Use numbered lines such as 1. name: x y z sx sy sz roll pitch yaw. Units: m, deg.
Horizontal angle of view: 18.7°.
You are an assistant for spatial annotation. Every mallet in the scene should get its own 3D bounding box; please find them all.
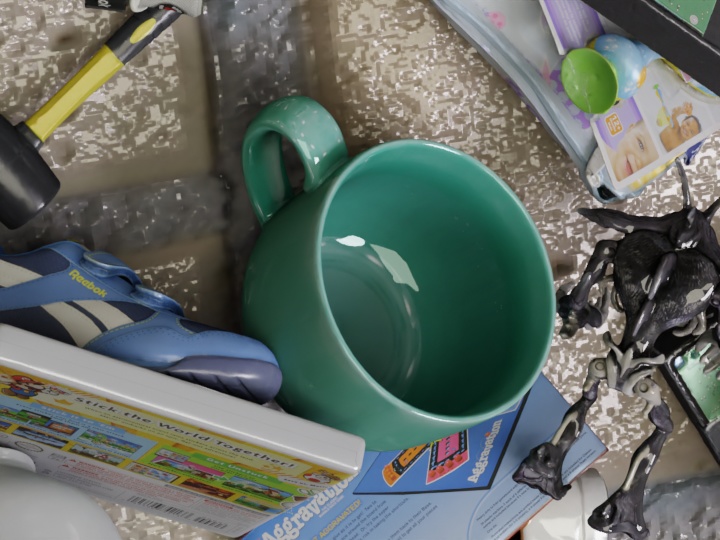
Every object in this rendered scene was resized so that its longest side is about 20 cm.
1. mallet: -0.143 -0.116 1.153 0.066 0.041 0.200 40 88 -18

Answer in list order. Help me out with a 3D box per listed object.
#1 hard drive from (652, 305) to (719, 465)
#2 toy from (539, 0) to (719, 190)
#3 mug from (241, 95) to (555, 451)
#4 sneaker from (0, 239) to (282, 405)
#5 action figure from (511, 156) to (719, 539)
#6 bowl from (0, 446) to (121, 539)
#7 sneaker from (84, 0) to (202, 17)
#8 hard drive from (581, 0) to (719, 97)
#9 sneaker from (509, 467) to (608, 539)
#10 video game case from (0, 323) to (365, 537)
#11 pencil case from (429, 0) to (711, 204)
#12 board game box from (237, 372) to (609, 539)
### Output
1. hard drive: 0.285 0.042 1.294 0.200 0.038 0.140 -36 111 -3
2. toy: 0.185 -0.134 1.160 0.200 0.047 0.116 -30 100 -36
3. mug: 0.009 0.005 1.174 0.151 0.114 0.186 -1 74 -32
4. sneaker: -0.133 0.025 1.138 0.199 0.074 0.083 10 67 13
5. action figure: 0.155 0.038 1.198 0.118 0.102 0.201 24 97 11
6. bowl: -0.214 0.151 1.153 0.200 0.201 0.091 -7 69 -12
7. sneaker: -0.121 -0.163 1.109 0.199 0.074 0.089 -24 85 -5
8. hard drive: 0.176 -0.173 1.113 0.199 0.038 0.140 31 67 -23
9. sneaker: 0.097 0.216 1.291 0.084 0.073 0.201 0 94 -11
10. video game case: -0.122 0.089 1.148 0.199 0.182 0.023 19 66 -18
11. pencil case: 0.102 -0.130 1.182 0.091 0.083 0.200 -48 111 -15
12. board game box: 0.034 0.130 1.251 0.200 0.019 0.103 -41 85 0
